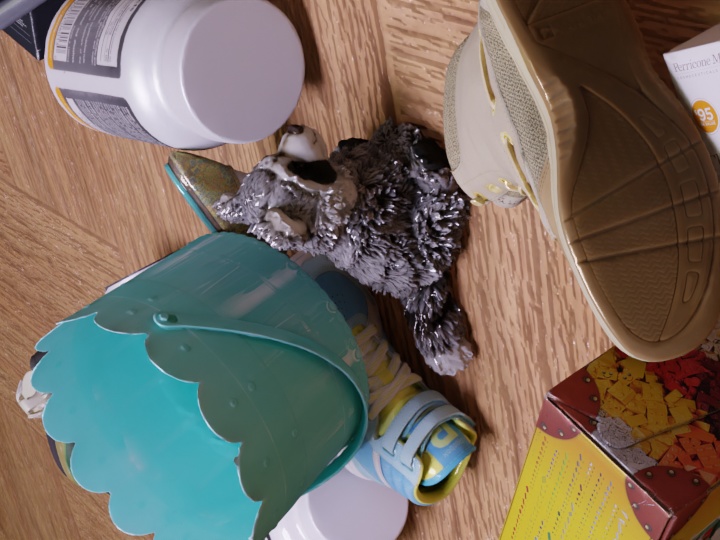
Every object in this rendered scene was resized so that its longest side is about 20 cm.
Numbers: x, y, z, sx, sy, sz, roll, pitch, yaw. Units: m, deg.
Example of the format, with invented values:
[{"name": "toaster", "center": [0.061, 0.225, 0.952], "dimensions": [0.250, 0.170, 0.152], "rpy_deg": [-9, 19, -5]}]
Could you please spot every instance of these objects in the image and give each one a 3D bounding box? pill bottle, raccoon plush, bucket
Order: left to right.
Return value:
[{"name": "pill bottle", "center": [-0.131, -0.144, 0.878], "dimensions": [0.200, 0.116, 0.117], "rpy_deg": [17, 129, 52]}, {"name": "bucket", "center": [-0.101, 0.083, 0.832], "dimensions": [0.207, 0.135, 0.208], "rpy_deg": [26, 137, 28]}, {"name": "pill bottle", "center": [-0.037, 0.208, 1.043], "dimensions": [0.113, 0.112, 0.200], "rpy_deg": [57, 151, 7]}, {"name": "raccoon plush", "center": [0.000, 0.000, 0.777], "dimensions": [0.097, 0.134, 0.201], "rpy_deg": [-5, 111, 58]}]

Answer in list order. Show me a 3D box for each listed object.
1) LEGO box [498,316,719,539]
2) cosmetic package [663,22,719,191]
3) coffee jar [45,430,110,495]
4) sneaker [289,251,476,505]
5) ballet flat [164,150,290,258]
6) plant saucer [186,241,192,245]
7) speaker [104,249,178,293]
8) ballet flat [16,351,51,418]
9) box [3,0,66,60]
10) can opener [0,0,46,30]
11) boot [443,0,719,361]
[{"name": "LEGO box", "center": [0.148, 0.110, 0.625], "dimensions": [0.077, 0.149, 0.200], "rpy_deg": [44, 146, 28]}, {"name": "cosmetic package", "center": [0.210, -0.068, 0.470], "dimensions": [0.200, 0.051, 0.083], "rpy_deg": [-4, 110, 60]}, {"name": "coffee jar", "center": [-0.188, 0.154, 1.084], "dimensions": [0.200, 0.104, 0.086], "rpy_deg": [10, 119, 50]}, {"name": "sneaker", "center": [0.020, 0.078, 0.878], "dimensions": [0.130, 0.079, 0.201], "rpy_deg": [21, 142, 52]}, {"name": "ballet flat", "center": [-0.066, -0.021, 0.902], "dimensions": [0.071, 0.071, 0.200], "rpy_deg": [21, 150, 49]}, {"name": "plant saucer", "center": [-0.091, 0.066, 1.035], "dimensions": [0.200, 0.050, 0.201], "rpy_deg": [162, 90, -79]}, {"name": "speaker", "center": [-0.155, 0.087, 1.158], "dimensions": [0.081, 0.081, 0.201], "rpy_deg": [-21, 97, 61]}, {"name": "ballet flat", "center": [-0.409, 0.148, 1.629], "dimensions": [0.068, 0.068, 0.200], "rpy_deg": [50, 150, 16]}, {"name": "box", "center": [-0.297, -0.288, 1.055], "dimensions": [0.200, 0.079, 0.142], "rpy_deg": [39, 147, 35]}, {"name": "can opener", "center": [-0.219, -0.231, 0.920], "dimensions": [0.199, 0.067, 0.053], "rpy_deg": [-25, 122, 28]}, {"name": "boot", "center": [0.096, -0.045, 0.601], "dimensions": [0.155, 0.073, 0.201], "rpy_deg": [118, 131, -76]}]
